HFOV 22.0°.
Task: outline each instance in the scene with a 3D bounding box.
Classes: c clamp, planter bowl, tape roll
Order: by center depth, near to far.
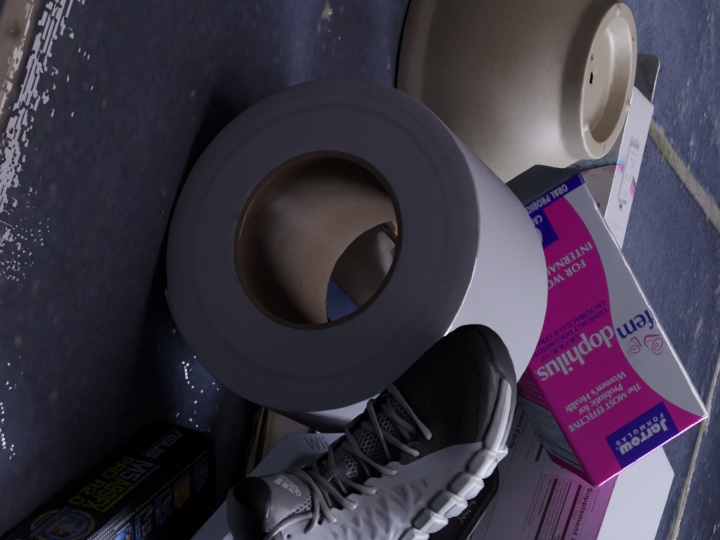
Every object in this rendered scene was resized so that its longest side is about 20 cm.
[{"bbox_3d":[0.000,0.000,1.124,0.139,0.202,0.204,35,69,-64],"label":"tape roll"},{"bbox_3d":[0.036,0.114,1.326,0.171,0.027,0.200,53,27,-10],"label":"c clamp"},{"bbox_3d":[0.130,-0.153,1.409,0.200,0.134,0.201,-39,135,-53],"label":"planter bowl"}]

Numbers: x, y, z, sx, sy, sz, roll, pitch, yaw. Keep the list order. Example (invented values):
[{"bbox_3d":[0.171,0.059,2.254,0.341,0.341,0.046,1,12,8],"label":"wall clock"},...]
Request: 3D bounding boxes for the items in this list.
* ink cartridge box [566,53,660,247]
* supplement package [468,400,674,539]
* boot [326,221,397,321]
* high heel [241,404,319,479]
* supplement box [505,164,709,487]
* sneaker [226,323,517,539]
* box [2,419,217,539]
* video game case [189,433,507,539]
[{"bbox_3d":[0.170,-0.097,1.540,0.067,0.116,0.201,23,79,-64],"label":"ink cartridge box"},{"bbox_3d":[0.121,0.176,1.456,0.151,0.199,0.152,-68,153,-21],"label":"supplement package"},{"bbox_3d":[0.028,0.042,1.295,0.097,0.075,0.200,-39,112,-14],"label":"boot"},{"bbox_3d":[-0.057,0.125,1.209,0.200,0.071,0.143,-68,157,-46],"label":"high heel"},{"bbox_3d":[0.146,0.038,1.309,0.101,0.103,0.200,-32,102,-7],"label":"supplement box"},{"bbox_3d":[-0.005,0.109,0.986,0.115,0.075,0.200,15,114,-42],"label":"sneaker"},{"bbox_3d":[-0.151,0.202,1.079,0.200,0.044,0.161,-38,133,-55],"label":"box"},{"bbox_3d":[-0.015,0.148,1.120,0.200,0.018,0.143,5,134,-50],"label":"video game case"}]
